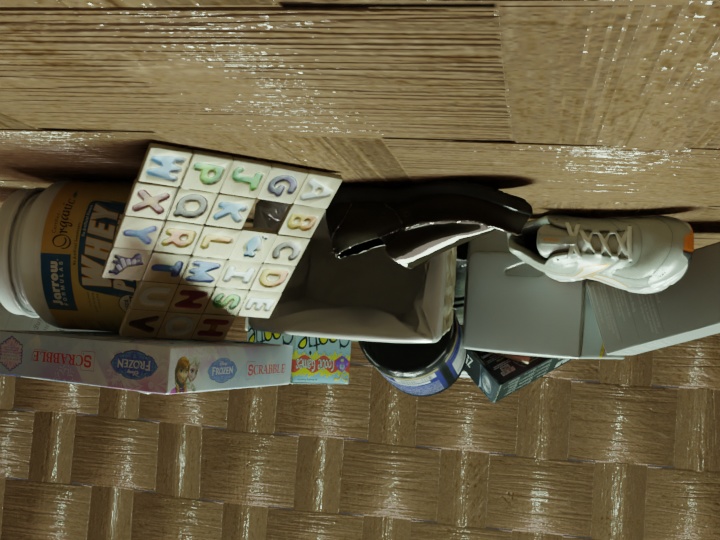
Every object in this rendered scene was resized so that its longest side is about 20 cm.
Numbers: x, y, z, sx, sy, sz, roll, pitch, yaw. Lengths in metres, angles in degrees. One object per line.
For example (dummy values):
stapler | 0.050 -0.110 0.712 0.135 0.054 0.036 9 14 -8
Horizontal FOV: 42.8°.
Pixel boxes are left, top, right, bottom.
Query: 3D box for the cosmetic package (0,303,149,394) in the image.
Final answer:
cosmetic package | -0.302 0.028 1.073 0.199 0.169 0.166 21 174 -5

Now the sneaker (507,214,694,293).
sneaker | 0.224 -0.021 0.892 0.091 0.076 0.199 11 172 -34

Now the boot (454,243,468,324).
boot | 0.062 0.020 1.150 0.198 0.131 0.068 3 -141 -8

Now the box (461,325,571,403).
box | 0.213 0.074 1.274 0.199 0.160 0.044 -24 147 -27

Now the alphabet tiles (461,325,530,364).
alphabet tiles | 0.181 0.044 1.261 0.198 0.167 0.006 18 139 7

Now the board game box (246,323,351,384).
board game box | -0.079 0.046 1.225 0.104 0.202 0.103 0 175 45

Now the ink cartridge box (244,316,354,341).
ink cartridge box | -0.083 0.032 1.449 0.199 0.146 0.084 2 175 38

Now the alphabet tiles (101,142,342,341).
alphabet tiles | -0.126 -0.013 0.766 0.166 0.201 0.008 6 -140 -33

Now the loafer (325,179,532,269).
loafer | 0.055 -0.036 0.793 0.199 0.072 0.073 1 176 36

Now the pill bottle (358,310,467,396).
pill bottle | 0.068 0.087 1.082 0.111 0.113 0.200 3 164 12

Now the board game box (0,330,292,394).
board game box | -0.198 0.083 0.861 0.198 0.042 0.200 2 177 27

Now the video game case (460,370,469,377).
video game case | 0.135 0.058 1.320 0.180 0.201 0.022 4 149 -13

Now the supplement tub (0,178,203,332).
supplement tub | -0.231 -0.013 0.878 0.198 0.146 0.145 3 176 8

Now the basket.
basket | 0.000 0.000 0.938 0.198 0.137 0.123 4 179 18

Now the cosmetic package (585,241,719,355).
cosmetic package | 0.350 0.025 0.948 0.199 0.091 0.107 -22 164 26

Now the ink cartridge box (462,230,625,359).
ink cartridge box | 0.224 0.030 1.090 0.144 0.146 0.200 2 175 30
